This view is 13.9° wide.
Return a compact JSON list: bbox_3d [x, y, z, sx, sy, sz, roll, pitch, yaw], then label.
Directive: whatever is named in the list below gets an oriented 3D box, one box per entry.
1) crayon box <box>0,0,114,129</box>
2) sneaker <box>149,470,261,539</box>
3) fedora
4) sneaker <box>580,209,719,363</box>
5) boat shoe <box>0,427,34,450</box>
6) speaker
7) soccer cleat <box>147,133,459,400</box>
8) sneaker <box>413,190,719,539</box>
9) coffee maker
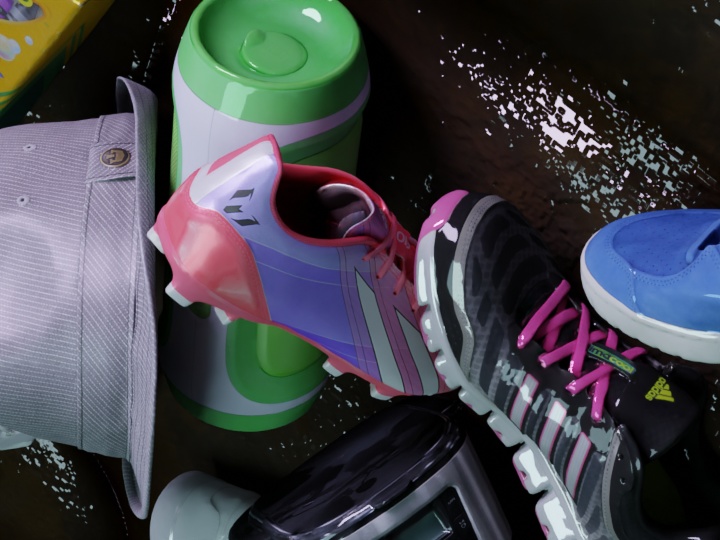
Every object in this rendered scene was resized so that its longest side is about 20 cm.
[{"bbox_3d":[-0.178,-0.143,1.336,0.126,0.052,0.200,48,141,1],"label":"crayon box"},{"bbox_3d":[-0.032,0.200,1.465,0.115,0.074,0.201,11,127,41],"label":"sneaker"},{"bbox_3d":[-0.135,0.008,1.301,0.090,0.201,0.177,2,142,-5],"label":"fedora"},{"bbox_3d":[0.168,-0.021,1.089,0.199,0.077,0.112,13,135,31],"label":"sneaker"},{"bbox_3d":[-0.185,0.065,1.501,0.199,0.065,0.074,-14,111,48],"label":"boat shoe"},{"bbox_3d":[-0.044,-0.025,1.279,0.088,0.088,0.201,29,137,22],"label":"speaker"},{"bbox_3d":[0.000,0.000,1.214,0.076,0.199,0.067,-39,52,26],"label":"soccer cleat"},{"bbox_3d":[0.097,0.048,1.223,0.087,0.074,0.201,-11,116,44],"label":"sneaker"},{"bbox_3d":[0.033,0.170,1.327,0.192,0.135,0.201,-22,103,55],"label":"coffee maker"}]
